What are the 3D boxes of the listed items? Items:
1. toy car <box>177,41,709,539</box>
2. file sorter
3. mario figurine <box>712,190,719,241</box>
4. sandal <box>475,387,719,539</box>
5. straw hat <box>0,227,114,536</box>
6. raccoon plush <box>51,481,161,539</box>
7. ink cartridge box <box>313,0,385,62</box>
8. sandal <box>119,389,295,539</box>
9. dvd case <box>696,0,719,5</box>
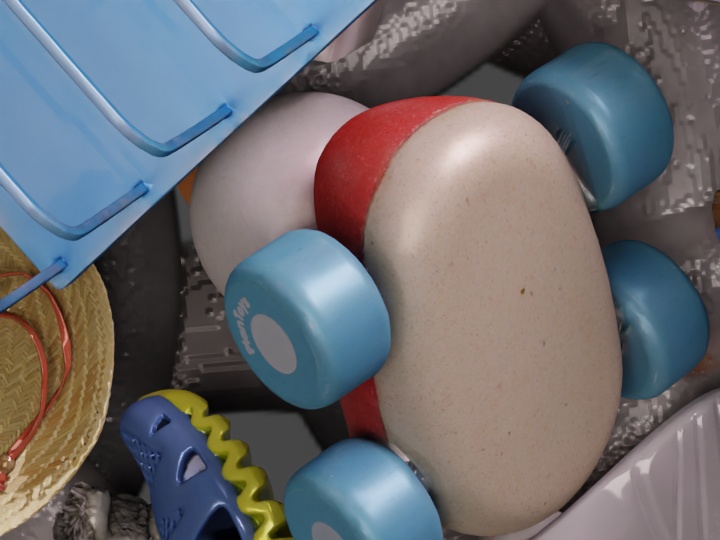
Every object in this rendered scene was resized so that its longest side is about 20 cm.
[{"bbox_3d":[0.000,0.000,1.155,0.199,0.184,0.178,22,137,46],"label":"toy car"},{"bbox_3d":[-0.100,-0.096,1.064,0.200,0.123,0.139,-41,92,16],"label":"file sorter"},{"bbox_3d":[0.198,0.062,1.131,0.123,0.106,0.201,-9,94,-2],"label":"mario figurine"},{"bbox_3d":[0.089,0.123,1.195,0.206,0.059,0.079,-40,109,-6],"label":"sandal"},{"bbox_3d":[-0.200,0.023,1.209,0.200,0.085,0.202,-1,105,-2],"label":"straw hat"},{"bbox_3d":[-0.115,0.177,1.183,0.134,0.200,0.097,47,141,0],"label":"raccoon plush"},{"bbox_3d":[-0.039,-0.199,1.137,0.145,0.084,0.201,20,104,7],"label":"ink cartridge box"},{"bbox_3d":[-0.053,0.137,1.140,0.087,0.080,0.201,-26,64,-3],"label":"sandal"},{"bbox_3d":[0.137,-0.174,1.082,0.199,0.016,0.150,13,99,7],"label":"dvd case"}]
